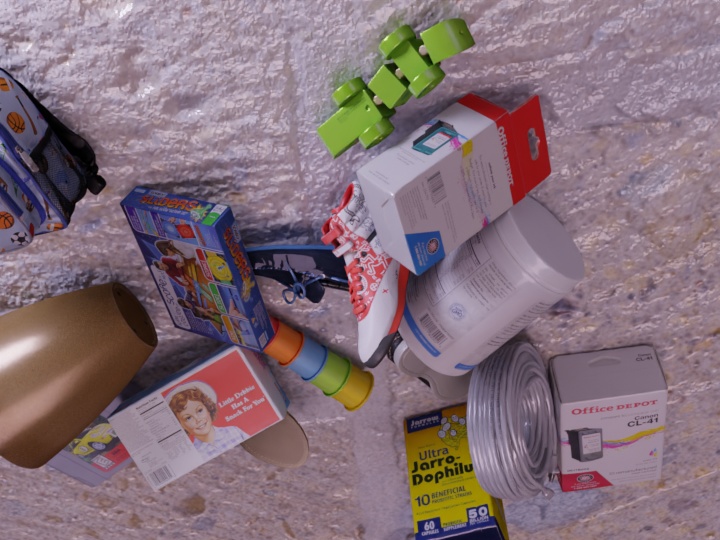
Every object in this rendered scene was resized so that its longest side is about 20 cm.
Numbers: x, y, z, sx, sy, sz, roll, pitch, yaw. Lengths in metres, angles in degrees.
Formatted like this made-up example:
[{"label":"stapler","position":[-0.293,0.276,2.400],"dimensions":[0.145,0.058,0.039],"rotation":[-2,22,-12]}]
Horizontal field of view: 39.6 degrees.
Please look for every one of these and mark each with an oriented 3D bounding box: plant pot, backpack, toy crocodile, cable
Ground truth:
[{"label":"plant pot","position":[-0.351,0.103,1.194],"dimensions":[0.200,0.187,0.187],"rotation":[-33,128,5]},{"label":"backpack","position":[-0.396,-0.108,1.001],"dimensions":[0.199,0.154,0.191],"rotation":[-15,122,15]},{"label":"toy crocodile","position":[0.031,-0.186,1.022],"dimensions":[0.200,0.062,0.068],"rotation":[-41,83,31]},{"label":"cable","position":[0.196,0.193,1.283],"dimensions":[0.069,0.201,0.200],"rotation":[-5,165,27]}]

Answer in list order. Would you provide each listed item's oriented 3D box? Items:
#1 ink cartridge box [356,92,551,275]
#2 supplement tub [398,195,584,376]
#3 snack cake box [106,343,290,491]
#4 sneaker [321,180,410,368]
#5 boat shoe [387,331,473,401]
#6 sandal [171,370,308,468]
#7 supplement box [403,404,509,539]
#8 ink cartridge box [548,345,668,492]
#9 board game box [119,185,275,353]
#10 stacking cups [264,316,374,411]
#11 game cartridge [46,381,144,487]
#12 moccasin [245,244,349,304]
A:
[{"label":"ink cartridge box","position":[0.104,-0.103,1.059],"dimensions":[0.200,0.067,0.116],"rotation":[-36,134,-17]},{"label":"supplement tub","position":[0.145,0.020,1.163],"dimensions":[0.132,0.132,0.200],"rotation":[31,123,-28]},{"label":"snack cake box","position":[-0.205,0.179,1.276],"dimensions":[0.200,0.067,0.115],"rotation":[-29,97,9]},{"label":"sneaker","position":[0.000,0.000,1.111],"dimensions":[0.108,0.202,0.067],"rotation":[21,165,-14]},{"label":"boat shoe","position":[0.089,0.114,1.288],"dimensions":[0.074,0.060,0.200],"rotation":[-51,141,9]},{"label":"sandal","position":[-0.159,0.188,1.346],"dimensions":[0.211,0.070,0.078],"rotation":[28,99,-2]},{"label":"supplement box","position":[0.131,0.301,1.366],"dimensions":[0.108,0.200,0.110],"rotation":[-16,132,10]},{"label":"ink cartridge box","position":[0.338,0.207,1.375],"dimensions":[0.147,0.086,0.200],"rotation":[-9,133,4]},{"label":"board game box","position":[-0.184,0.001,1.146],"dimensions":[0.135,0.034,0.200],"rotation":[14,139,27]},{"label":"stacking cups","position":[-0.076,0.113,1.283],"dimensions":[0.200,0.061,0.060],"rotation":[32,123,-26]},{"label":"game cartridge","position":[-0.362,0.222,1.376],"dimensions":[0.200,0.041,0.133],"rotation":[-37,120,26]},{"label":"moccasin","position":[-0.049,0.006,1.161],"dimensions":[0.199,0.080,0.069],"rotation":[2,87,-4]}]
